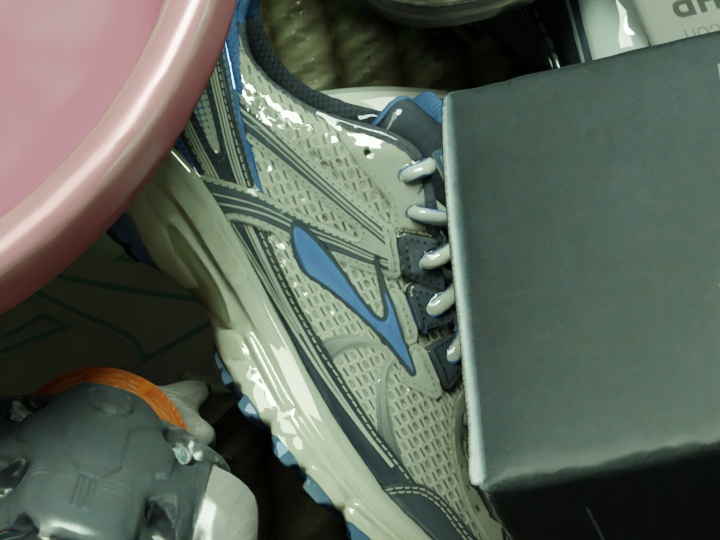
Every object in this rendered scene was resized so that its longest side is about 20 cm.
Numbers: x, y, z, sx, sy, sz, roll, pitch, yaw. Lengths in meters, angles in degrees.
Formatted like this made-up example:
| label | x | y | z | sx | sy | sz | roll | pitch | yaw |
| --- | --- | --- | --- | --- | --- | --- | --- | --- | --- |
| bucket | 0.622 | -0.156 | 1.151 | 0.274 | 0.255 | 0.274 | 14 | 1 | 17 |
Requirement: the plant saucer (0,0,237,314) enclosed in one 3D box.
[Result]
| label | x | y | z | sx | sy | sz | roll | pitch | yaw |
| --- | --- | --- | --- | --- | --- | --- | --- | --- | --- |
| plant saucer | -0.117 | -0.058 | 0.694 | 0.199 | 0.051 | 0.202 | -9 | 59 | 15 |

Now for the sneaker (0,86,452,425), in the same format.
| label | x | y | z | sx | sy | sz | roll | pitch | yaw |
| --- | --- | --- | --- | --- | --- | --- | --- | --- | --- |
| sneaker | -0.038 | 0.005 | 0.798 | 0.199 | 0.070 | 0.081 | -14 | 71 | 14 |

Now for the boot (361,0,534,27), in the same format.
| label | x | y | z | sx | sy | sz | roll | pitch | yaw |
| --- | --- | --- | --- | --- | --- | --- | --- | --- | --- |
| boot | -0.002 | -0.177 | 0.743 | 0.069 | 0.175 | 0.201 | -17 | 45 | 4 |

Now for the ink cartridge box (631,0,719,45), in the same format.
| label | x | y | z | sx | sy | sz | roll | pitch | yaw |
| --- | --- | --- | --- | --- | --- | --- | --- | --- | --- |
| ink cartridge box | 0.121 | -0.139 | 0.716 | 0.144 | 0.201 | 0.084 | -12 | 25 | 32 |

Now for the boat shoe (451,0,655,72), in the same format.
| label | x | y | z | sx | sy | sz | roll | pitch | yaw |
| --- | --- | --- | --- | --- | --- | --- | --- | --- | --- |
| boat shoe | 0.027 | -0.092 | 0.830 | 0.090 | 0.071 | 0.201 | -22 | 47 | 6 |

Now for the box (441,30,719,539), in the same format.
| label | x | y | z | sx | sy | sz | roll | pitch | yaw |
| --- | --- | --- | --- | --- | --- | --- | --- | --- | --- |
| box | 0.134 | 0.021 | 0.668 | 0.199 | 0.149 | 0.108 | -12 | 56 | 11 |

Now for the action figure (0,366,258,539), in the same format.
| label | x | y | z | sx | sy | sz | roll | pitch | yaw |
| --- | --- | --- | --- | --- | --- | --- | --- | --- | --- |
| action figure | -0.039 | 0.084 | 0.661 | 0.199 | 0.105 | 0.194 | 11 | 26 | -10 |

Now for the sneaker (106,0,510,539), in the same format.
| label | x | y | z | sx | sy | sz | roll | pitch | yaw |
| --- | --- | --- | --- | --- | --- | --- | --- | --- | --- |
| sneaker | 0.000 | 0.000 | 0.725 | 0.085 | 0.077 | 0.200 | -38 | 93 | 3 |
